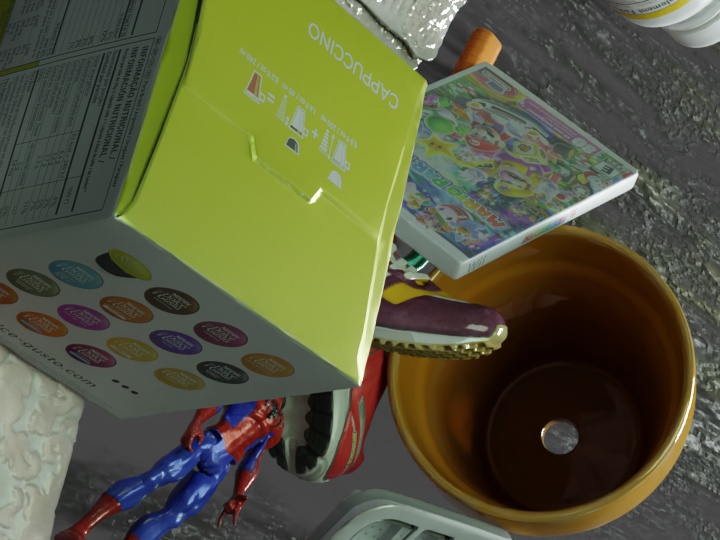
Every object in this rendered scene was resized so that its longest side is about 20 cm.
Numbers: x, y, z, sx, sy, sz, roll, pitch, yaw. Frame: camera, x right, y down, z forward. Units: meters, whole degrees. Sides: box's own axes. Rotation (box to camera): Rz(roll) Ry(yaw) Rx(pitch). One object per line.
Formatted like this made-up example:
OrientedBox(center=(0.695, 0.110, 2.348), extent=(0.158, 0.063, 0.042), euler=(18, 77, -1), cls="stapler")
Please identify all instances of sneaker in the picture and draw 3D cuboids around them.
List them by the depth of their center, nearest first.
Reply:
OrientedBox(center=(0.000, 0.000, 1.394), extent=(0.075, 0.199, 0.091), euler=(24, 76, -67), cls="sneaker")
OrientedBox(center=(-0.012, 0.040, 1.484), extent=(0.085, 0.077, 0.201), euler=(16, 87, -56), cls="sneaker")

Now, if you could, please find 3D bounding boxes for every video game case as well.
OrientedBox(center=(0.073, -0.070, 1.485), extent=(0.200, 0.143, 0.018), euler=(-26, 146, -44), cls="video game case")

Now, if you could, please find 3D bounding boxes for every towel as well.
OrientedBox(center=(-0.240, 0.104, 1.267), extent=(0.191, 0.032, 0.201), euler=(25, 75, -44), cls="towel")
OrientedBox(center=(0.033, -0.245, 1.535), extent=(0.132, 0.034, 0.201), euler=(36, 66, -41), cls="towel")

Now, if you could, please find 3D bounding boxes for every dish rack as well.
OrientedBox(center=(-0.002, 0.215, 1.441), extent=(0.171, 0.044, 0.200), euler=(22, 118, -41), cls="dish rack")

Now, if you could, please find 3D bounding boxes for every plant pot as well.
OrientedBox(center=(0.131, 0.094, 1.530), extent=(0.183, 0.199, 0.201), euler=(63, 44, -67), cls="plant pot")

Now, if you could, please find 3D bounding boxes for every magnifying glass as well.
OrientedBox(center=(0.050, -0.084, 1.567), extent=(0.080, 0.022, 0.201), euler=(47, 58, -36), cls="magnifying glass")

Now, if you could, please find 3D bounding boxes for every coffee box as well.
OrientedBox(center=(-0.109, -0.056, 1.256), extent=(0.199, 0.197, 0.201), euler=(36, 57, -40), cls="coffee box")

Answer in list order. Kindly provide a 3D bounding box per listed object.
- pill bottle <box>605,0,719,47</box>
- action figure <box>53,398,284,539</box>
OrientedBox(center=(0.208, -0.249, 1.661), extent=(0.200, 0.111, 0.112), euler=(36, 67, -41), cls="pill bottle")
OrientedBox(center=(-0.097, 0.120, 1.390), extent=(0.200, 0.052, 0.066), euler=(-44, 116, -30), cls="action figure")
